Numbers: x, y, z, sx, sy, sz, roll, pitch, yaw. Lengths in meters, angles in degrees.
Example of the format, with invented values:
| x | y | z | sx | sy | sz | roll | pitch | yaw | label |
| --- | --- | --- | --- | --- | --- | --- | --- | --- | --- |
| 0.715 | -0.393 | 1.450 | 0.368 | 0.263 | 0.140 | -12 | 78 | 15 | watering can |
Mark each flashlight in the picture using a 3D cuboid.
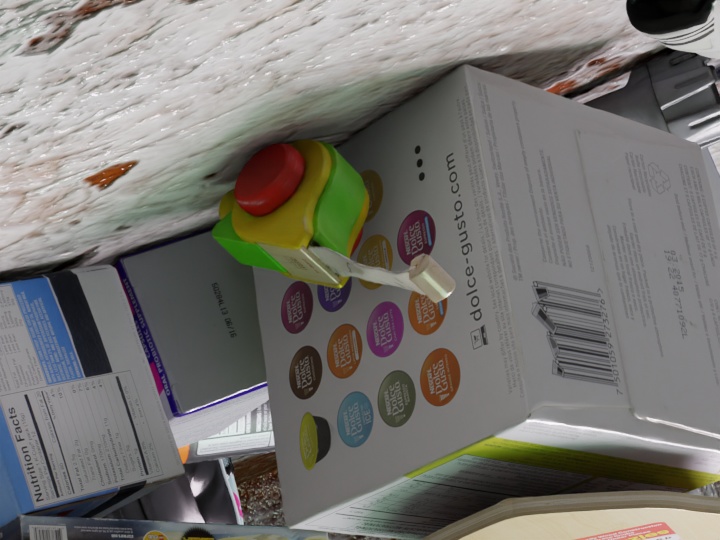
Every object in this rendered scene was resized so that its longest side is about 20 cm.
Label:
| x | y | z | sx | sy | sz | roll | pitch | yaw | label |
| --- | --- | --- | --- | --- | --- | --- | --- | --- | --- |
| 0.140 | -0.072 | 1.274 | 0.199 | 0.068 | 0.068 | -20 | 140 | 15 | flashlight |

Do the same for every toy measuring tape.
| x | y | z | sx | sy | sz | roll | pitch | yaw | label |
| --- | --- | --- | --- | --- | --- | --- | --- | --- | --- |
| -0.009 | -0.029 | 1.015 | 0.073 | 0.074 | 0.199 | -18 | -163 | -33 | toy measuring tape |

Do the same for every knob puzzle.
| x | y | z | sx | sy | sz | roll | pitch | yaw | label |
| --- | --- | --- | --- | --- | --- | --- | --- | --- | --- |
| 0.111 | 0.143 | 1.102 | 0.217 | 0.031 | 0.220 | -6 | 159 | -2 | knob puzzle |

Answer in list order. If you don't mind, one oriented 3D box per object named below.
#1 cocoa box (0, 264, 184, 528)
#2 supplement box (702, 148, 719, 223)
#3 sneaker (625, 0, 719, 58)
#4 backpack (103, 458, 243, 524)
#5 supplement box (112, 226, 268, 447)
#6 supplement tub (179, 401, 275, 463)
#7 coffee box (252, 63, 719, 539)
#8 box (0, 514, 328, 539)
| x | y | z | sx | sy | sz | roll | pitch | yaw | label |
| --- | --- | --- | --- | --- | --- | --- | --- | --- | --- |
| -0.225 | 0.099 | 1.135 | 0.199 | 0.134 | 0.131 | -28 | 168 | 37 | cocoa box |
| 0.173 | -0.038 | 1.441 | 0.103 | 0.102 | 0.200 | -19 | 172 | -21 | supplement box |
| 0.216 | -0.151 | 0.942 | 0.200 | 0.076 | 0.115 | -25 | 174 | 32 | sneaker |
| -0.186 | 0.175 | 1.556 | 0.176 | 0.202 | 0.150 | -22 | -168 | -11 | backpack |
| -0.118 | 0.052 | 1.260 | 0.103 | 0.102 | 0.200 | -19 | 171 | -25 | supplement box |
| -0.102 | 0.082 | 1.430 | 0.198 | 0.108 | 0.107 | -6 | 168 | -15 | supplement tub |
| 0.078 | 0.033 | 1.133 | 0.199 | 0.201 | 0.197 | 12 | 151 | -40 | coffee box |
| -0.133 | 0.176 | 1.100 | 0.199 | 0.040 | 0.137 | 8 | 154 | -37 | box |
